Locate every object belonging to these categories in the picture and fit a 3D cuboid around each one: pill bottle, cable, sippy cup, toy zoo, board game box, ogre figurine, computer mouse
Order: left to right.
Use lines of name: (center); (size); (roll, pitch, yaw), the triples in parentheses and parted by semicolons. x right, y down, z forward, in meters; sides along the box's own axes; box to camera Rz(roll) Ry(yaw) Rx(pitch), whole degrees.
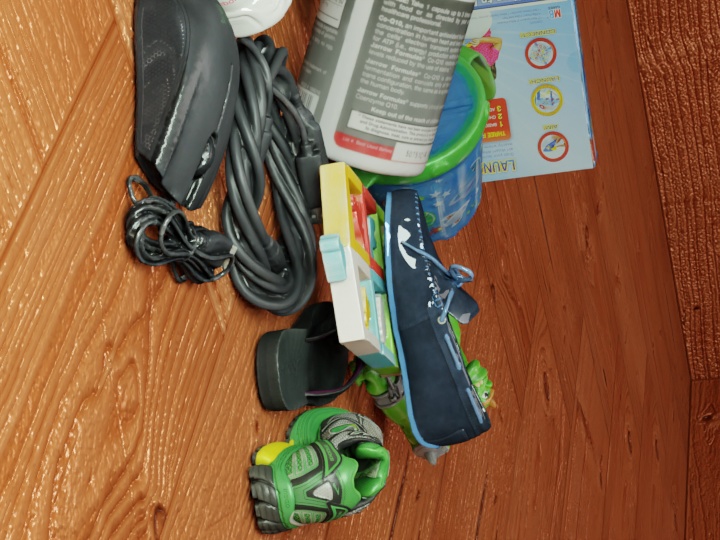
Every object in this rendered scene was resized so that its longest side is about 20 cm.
computer mouse: (-0.103, -0.097, 1.260); (0.138, 0.052, 0.201); (29, 57, -71)
cable: (-0.068, -0.069, 1.408); (0.164, 0.050, 0.201); (-69, 155, -49)
toy zoo: (0.000, 0.000, 1.485); (0.200, 0.020, 0.132); (48, 35, -73)
pill bottle: (0.022, -0.182, 1.509); (0.114, 0.113, 0.201); (-33, 141, -73)
sippy cup: (0.045, -0.095, 1.664); (0.131, 0.177, 0.140); (74, -6, -52)
ogre figurine: (0.053, 0.083, 1.722); (0.120, 0.098, 0.200); (62, 6, -15)
board game box: (0.096, -0.177, 1.745); (0.056, 0.199, 0.197); (-66, 148, -70)

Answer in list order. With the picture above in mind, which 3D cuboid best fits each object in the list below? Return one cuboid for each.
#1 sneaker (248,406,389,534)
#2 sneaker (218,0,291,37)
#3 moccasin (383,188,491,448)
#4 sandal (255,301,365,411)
sneaker: (-0.013, 0.147, 1.455); (0.200, 0.085, 0.079); (-34, 118, -74)
sneaker: (-0.081, -0.266, 1.359); (0.099, 0.077, 0.201); (48, 38, -59)
moccasin: (0.060, 0.033, 1.542); (0.080, 0.068, 0.201); (-62, 143, -75)
sandal: (-0.027, 0.068, 1.497); (0.200, 0.048, 0.076); (-29, 114, -74)
